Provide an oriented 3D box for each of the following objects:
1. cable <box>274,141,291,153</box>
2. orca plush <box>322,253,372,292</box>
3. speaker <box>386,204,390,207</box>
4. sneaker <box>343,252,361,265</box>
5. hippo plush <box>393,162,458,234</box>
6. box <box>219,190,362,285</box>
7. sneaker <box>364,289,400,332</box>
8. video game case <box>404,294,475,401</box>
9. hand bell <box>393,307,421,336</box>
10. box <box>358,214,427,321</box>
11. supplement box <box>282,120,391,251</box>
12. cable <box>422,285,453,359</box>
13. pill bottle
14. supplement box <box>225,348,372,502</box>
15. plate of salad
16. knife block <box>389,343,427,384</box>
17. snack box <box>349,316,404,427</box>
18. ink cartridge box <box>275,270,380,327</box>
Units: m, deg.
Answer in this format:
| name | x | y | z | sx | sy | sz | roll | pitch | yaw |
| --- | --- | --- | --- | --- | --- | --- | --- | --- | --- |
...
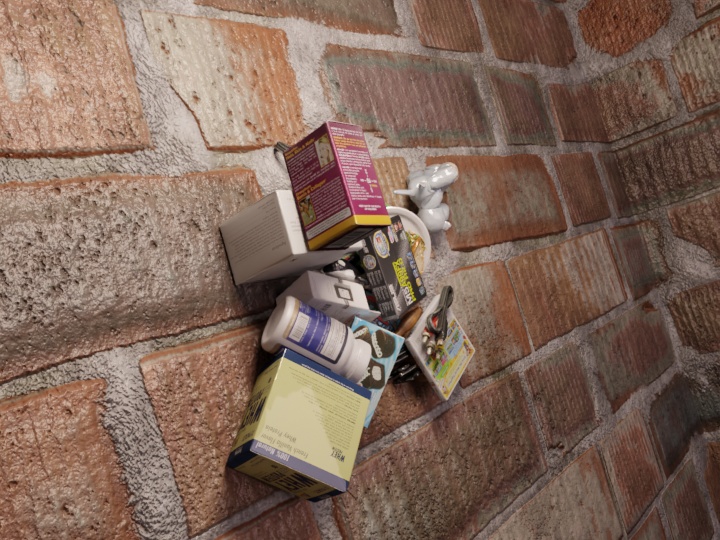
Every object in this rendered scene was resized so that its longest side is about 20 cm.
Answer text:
| name | x | y | z | sx | sy | sz | roll | pitch | yaw |
| --- | --- | --- | --- | --- | --- | --- | --- | --- | --- |
| cable | -0.110 | -0.221 | 1.497 | 0.198 | 0.051 | 0.097 | 25 | 20 | 0 |
| orca plush | 0.000 | 0.000 | 1.498 | 0.198 | 0.105 | 0.072 | 19 | 79 | -29 |
| speaker | 0.026 | -0.136 | 1.637 | 0.200 | 0.088 | 0.089 | 39 | 50 | -30 |
| sneaker | -0.026 | -0.084 | 1.547 | 0.076 | 0.083 | 0.203 | 10 | 98 | -50 |
| hippo plush | 0.202 | -0.185 | 1.787 | 0.200 | 0.157 | 0.162 | -58 | 130 | -63 |
| box | -0.139 | -0.068 | 1.350 | 0.198 | 0.199 | 0.132 | -9 | 79 | -48 |
| sneaker | 0.018 | 0.111 | 1.540 | 0.199 | 0.079 | 0.097 | 33 | 56 | -33 |
| video game case | 0.198 | 0.186 | 1.648 | 0.183 | 0.023 | 0.200 | 57 | 42 | -13 |
| hand bell | 0.075 | 0.155 | 1.517 | 0.200 | 0.104 | 0.105 | -46 | 110 | -25 |
| box | 0.069 | -0.008 | 1.499 | 0.160 | 0.044 | 0.202 | -29 | 101 | -57 |
| supplement box | -0.045 | -0.152 | 1.239 | 0.103 | 0.130 | 0.202 | -4 | 74 | -48 |
| cable | 0.180 | 0.105 | 1.599 | 0.097 | 0.050 | 0.202 | 52 | 35 | -36 |
| pill bottle | -0.084 | 0.143 | 1.314 | 0.199 | 0.116 | 0.117 | 30 | 54 | -17 |
| supplement box | -0.112 | 0.293 | 1.254 | 0.198 | 0.134 | 0.202 | 28 | 54 | -16 |
| plate of salad | 0.076 | -0.049 | 1.596 | 0.197 | 0.048 | 0.203 | -2 | 99 | -11 |
| knife block | 0.123 | 0.187 | 1.631 | 0.175 | 0.064 | 0.202 | 38 | 50 | -32 |
| snack box | 0.001 | 0.211 | 1.408 | 0.115 | 0.037 | 0.202 | 23 | 89 | -4 |
| ink cartridge box | -0.066 | 0.076 | 1.428 | 0.199 | 0.116 | 0.067 | 16 | 46 | -43 |
